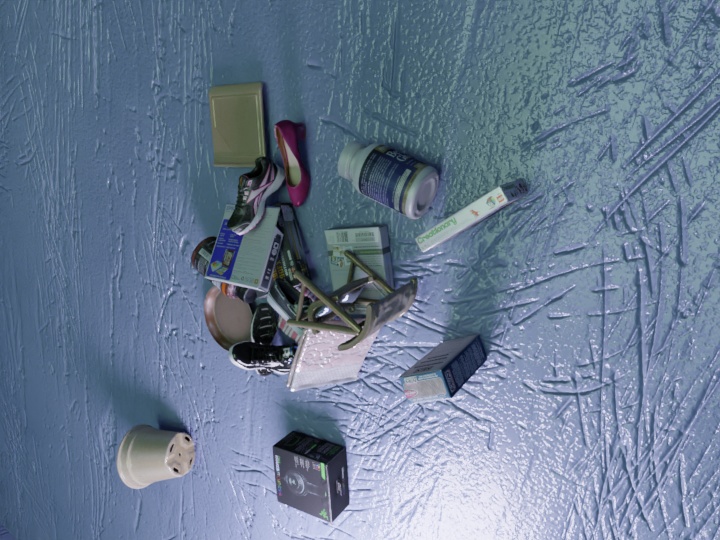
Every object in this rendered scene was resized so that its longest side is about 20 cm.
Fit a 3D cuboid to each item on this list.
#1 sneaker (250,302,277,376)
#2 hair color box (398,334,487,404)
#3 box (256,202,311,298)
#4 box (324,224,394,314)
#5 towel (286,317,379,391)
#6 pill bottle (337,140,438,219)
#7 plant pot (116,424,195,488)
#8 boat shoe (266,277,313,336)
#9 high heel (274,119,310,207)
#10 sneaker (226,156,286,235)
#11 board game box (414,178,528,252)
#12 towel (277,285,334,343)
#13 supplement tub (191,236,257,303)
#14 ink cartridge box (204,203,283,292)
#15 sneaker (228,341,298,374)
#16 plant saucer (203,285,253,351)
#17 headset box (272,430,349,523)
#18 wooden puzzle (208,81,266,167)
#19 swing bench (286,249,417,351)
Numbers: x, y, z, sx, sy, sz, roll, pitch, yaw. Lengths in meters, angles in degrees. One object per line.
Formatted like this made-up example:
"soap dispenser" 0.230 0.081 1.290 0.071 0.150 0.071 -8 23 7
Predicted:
"sneaker" -0.268 0.180 1.491 0.079 0.073 0.203 32 123 52
"hair color box" 0.171 0.197 1.122 0.099 0.199 0.061 -19 92 36
"box" -0.215 -0.048 1.395 0.157 0.048 0.203 -19 83 35
"box" 0.000 0.000 1.284 0.154 0.041 0.204 -1 101 34
"towel" -0.061 0.191 1.284 0.032 0.198 0.193 48 128 42
"pill bottle" 0.053 -0.195 1.153 0.198 0.111 0.113 29 117 24
"plant pot" -0.647 0.600 1.806 0.181 0.200 0.204 -9 98 23
"boat shoe" -0.137 0.092 1.305 0.200 0.071 0.068 41 124 22
"high heel" -0.166 -0.245 1.297 0.067 0.096 0.203 17 111 29
"sneaker" -0.267 -0.186 1.331 0.080 0.086 0.202 16 72 39
"board game box" 0.211 -0.104 1.061 0.199 0.126 0.035 -32 85 35
"towel" -0.142 0.122 1.397 0.199 0.030 0.148 32 118 37
"supplement tub" -0.350 0.003 1.482 0.199 0.106 0.108 36 120 21
"ink cartridge box" -0.281 -0.061 1.373 0.196 0.043 0.203 9 81 35
"sneaker" -0.223 0.208 1.407 0.111 0.198 0.074 -26 58 36
"plant saucer" -0.363 0.132 1.571 0.198 0.032 0.204 9 107 33
"headset box" -0.125 0.548 1.482 0.197 0.092 0.177 7 107 32
"wooden puzzle" -0.306 -0.364 1.402 0.183 0.037 0.204 8 102 33
"swing bench" -0.013 0.067 1.166 0.198 0.198 0.132 23 115 27
